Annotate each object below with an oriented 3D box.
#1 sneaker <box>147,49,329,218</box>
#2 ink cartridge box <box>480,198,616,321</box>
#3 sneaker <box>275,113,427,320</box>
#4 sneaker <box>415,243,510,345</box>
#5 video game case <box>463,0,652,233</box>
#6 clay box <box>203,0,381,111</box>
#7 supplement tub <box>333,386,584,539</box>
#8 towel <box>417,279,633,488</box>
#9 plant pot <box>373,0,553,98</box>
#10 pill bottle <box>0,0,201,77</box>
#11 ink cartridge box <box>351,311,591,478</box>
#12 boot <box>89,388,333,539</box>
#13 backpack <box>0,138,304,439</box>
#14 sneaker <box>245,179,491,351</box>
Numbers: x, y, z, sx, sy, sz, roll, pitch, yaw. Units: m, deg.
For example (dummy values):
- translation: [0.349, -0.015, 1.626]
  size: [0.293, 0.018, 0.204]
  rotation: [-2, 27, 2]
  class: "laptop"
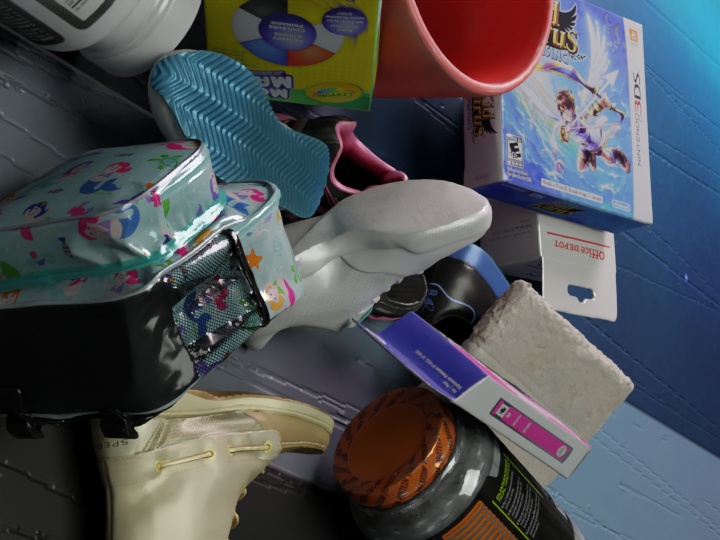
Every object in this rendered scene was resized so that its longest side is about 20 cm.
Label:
- translation: [-0.096, -0.089, 1.304]
  size: [0.200, 0.081, 0.077]
  rotation: [42, 64, -59]
  class: "sneaker"
- translation: [0.157, -0.055, 1.658]
  size: [0.117, 0.067, 0.200]
  rotation: [12, 72, -48]
  class: "ink cartridge box"
- translation: [0.004, -0.040, 1.441]
  size: [0.200, 0.095, 0.079]
  rotation: [52, 43, -32]
  class: "sneaker"
- translation: [0.108, 0.057, 1.579]
  size: [0.200, 0.070, 0.078]
  rotation: [42, 63, -36]
  class: "sneaker"
- translation: [0.162, -0.137, 1.598]
  size: [0.200, 0.045, 0.182]
  rotation: [13, 70, -45]
  class: "video game case"
- translation: [-0.044, -0.169, 1.281]
  size: [0.200, 0.115, 0.048]
  rotation: [93, 3, -58]
  class: "clay box"
- translation: [0.074, 0.183, 1.455]
  size: [0.200, 0.122, 0.123]
  rotation: [49, 47, -34]
  class: "supplement tub"
- translation: [0.131, 0.095, 1.553]
  size: [0.133, 0.034, 0.200]
  rotation: [-48, 137, 0]
  class: "towel"
- translation: [0.017, -0.212, 1.426]
  size: [0.200, 0.177, 0.201]
  rotation: [13, 73, -49]
  class: "plant pot"
- translation: [-0.199, -0.207, 1.206]
  size: [0.200, 0.116, 0.116]
  rotation: [34, 57, -43]
  class: "pill bottle"
- translation: [0.083, 0.084, 1.411]
  size: [0.037, 0.095, 0.200]
  rotation: [-54, 137, 4]
  class: "ink cartridge box"
- translation: [-0.095, 0.159, 1.287]
  size: [0.200, 0.073, 0.156]
  rotation: [9, 74, -49]
  class: "boot"
- translation: [-0.137, 0.002, 1.190]
  size: [0.200, 0.177, 0.151]
  rotation: [-30, 111, -54]
  class: "backpack"
- translation: [0.000, 0.000, 1.383]
  size: [0.075, 0.200, 0.089]
  rotation: [-112, -174, -58]
  class: "sneaker"
